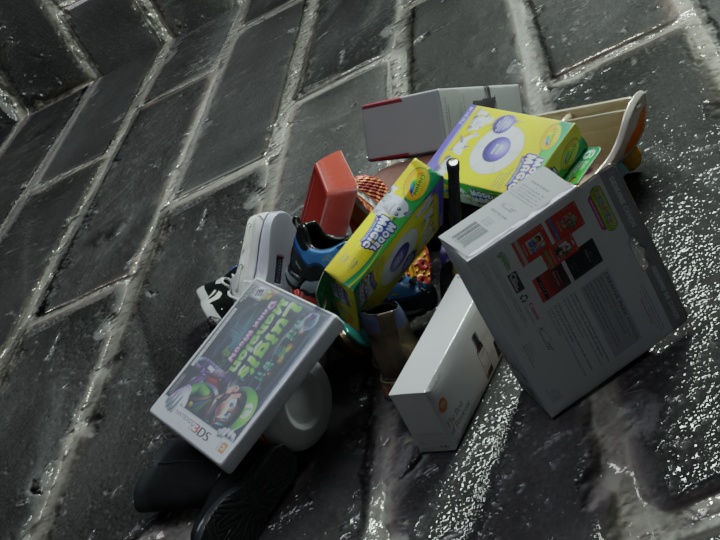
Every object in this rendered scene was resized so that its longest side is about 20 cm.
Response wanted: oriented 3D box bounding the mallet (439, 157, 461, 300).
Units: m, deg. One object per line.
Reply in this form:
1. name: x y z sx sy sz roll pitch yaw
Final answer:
1. mallet: 0.111 -0.047 1.459 0.041 0.202 0.066 -3 31 3

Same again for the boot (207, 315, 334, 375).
1. boot: -0.114 0.089 1.514 0.130 0.071 0.200 4 -4 -21

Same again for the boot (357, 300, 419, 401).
1. boot: 0.040 0.068 1.403 0.074 0.098 0.200 -15 14 0

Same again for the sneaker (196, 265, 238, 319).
1. sneaker: -0.165 0.038 1.746 0.111 0.073 0.200 -34 24 -4

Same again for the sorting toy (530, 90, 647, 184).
1. sorting toy: 0.243 -0.120 1.521 0.198 0.108 0.180 -6 29 37

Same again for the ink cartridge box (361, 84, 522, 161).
1. ink cartridge box: 0.120 -0.209 1.767 0.144 0.085 0.199 -6 4 41

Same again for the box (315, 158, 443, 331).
1. box: 0.022 -0.019 1.416 0.048 0.118 0.200 34 72 18

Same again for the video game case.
1. video game case: -0.129 0.109 1.375 0.201 0.023 0.181 -52 35 -12

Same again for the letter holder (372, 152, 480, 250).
1. letter holder: 0.120 -0.111 1.675 0.198 0.101 0.142 -9 30 38

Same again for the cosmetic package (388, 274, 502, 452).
1. cosmetic package: 0.103 0.094 1.336 0.050 0.083 0.201 -11 32 37

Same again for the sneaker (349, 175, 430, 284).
1. sneaker: 0.034 -0.030 1.603 0.072 0.077 0.202 -7 56 -25

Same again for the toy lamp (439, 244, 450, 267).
1. toy lamp: 0.189 -0.030 1.498 0.198 0.059 0.058 -8 33 40

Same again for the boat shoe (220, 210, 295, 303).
1. boat shoe: -0.147 0.020 1.665 0.085 0.074 0.205 0 80 39

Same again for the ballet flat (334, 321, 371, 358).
1. ballet flat: -0.020 0.066 1.558 0.072 0.068 0.201 -44 20 20

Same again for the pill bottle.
1. pill bottle: -0.135 0.153 1.455 0.198 0.113 0.113 -7 34 42

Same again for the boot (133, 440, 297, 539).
1. boot: -0.187 0.253 1.382 0.198 0.066 0.165 -3 28 40

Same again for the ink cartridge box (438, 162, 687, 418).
1. ink cartridge box: 0.204 0.010 1.237 0.175 0.201 0.084 -33 24 -4

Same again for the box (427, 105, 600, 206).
1. box: 0.178 -0.127 1.475 0.199 0.048 0.118 19 67 46

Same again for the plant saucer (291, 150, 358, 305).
1. plant saucer: -0.056 -0.046 1.653 0.036 0.202 0.200 13 17 -11

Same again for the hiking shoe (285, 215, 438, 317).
1. hiking shoe: 0.000 0.000 1.501 0.198 0.088 0.074 14 27 16
